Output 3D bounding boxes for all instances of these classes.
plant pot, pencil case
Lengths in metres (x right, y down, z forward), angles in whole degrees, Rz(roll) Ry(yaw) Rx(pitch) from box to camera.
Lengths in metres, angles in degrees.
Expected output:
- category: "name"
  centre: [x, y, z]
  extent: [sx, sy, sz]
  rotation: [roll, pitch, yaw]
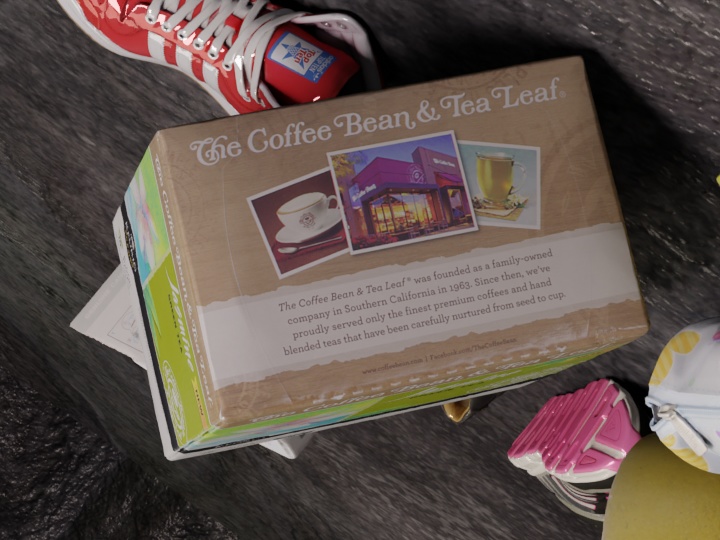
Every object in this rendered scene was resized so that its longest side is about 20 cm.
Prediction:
- category: "plant pot"
  centre: [0.246, 0.187, 1.090]
  extent: [0.142, 0.201, 0.200]
  rotation: [-10, 138, 32]
- category: "pencil case"
  centre: [0.224, 0.062, 0.911]
  extent: [0.090, 0.083, 0.200]
  rotation: [6, 176, -26]

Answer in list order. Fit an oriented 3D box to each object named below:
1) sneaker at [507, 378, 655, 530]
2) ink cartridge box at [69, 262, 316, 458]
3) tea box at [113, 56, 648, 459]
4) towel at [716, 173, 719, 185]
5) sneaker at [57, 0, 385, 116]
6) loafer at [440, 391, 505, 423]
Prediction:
- category: "sneaker"
  centre: [0.164, 0.126, 1.239]
  extent: [0.087, 0.074, 0.200]
  rotation: [37, 169, -5]
- category: "ink cartridge box"
  centre: [-0.071, 0.020, 1.245]
  extent: [0.200, 0.163, 0.057]
  rotation: [19, 153, 43]
- category: "tea box"
  centre: [0.000, 0.000, 0.899]
  extent: [0.197, 0.199, 0.134]
  rotation: [137, 121, -74]
- category: "towel"
  centre: [0.222, -0.032, 0.771]
  extent: [0.086, 0.018, 0.200]
  rotation: [36, 164, -7]
- category: "sneaker"
  centre: [-0.070, -0.126, 0.992]
  extent: [0.200, 0.071, 0.112]
  rotation: [33, 169, -22]
- category: "loafer"
  centre: [0.051, 0.025, 1.172]
  extent: [0.073, 0.072, 0.200]
  rotation: [21, 158, 42]
